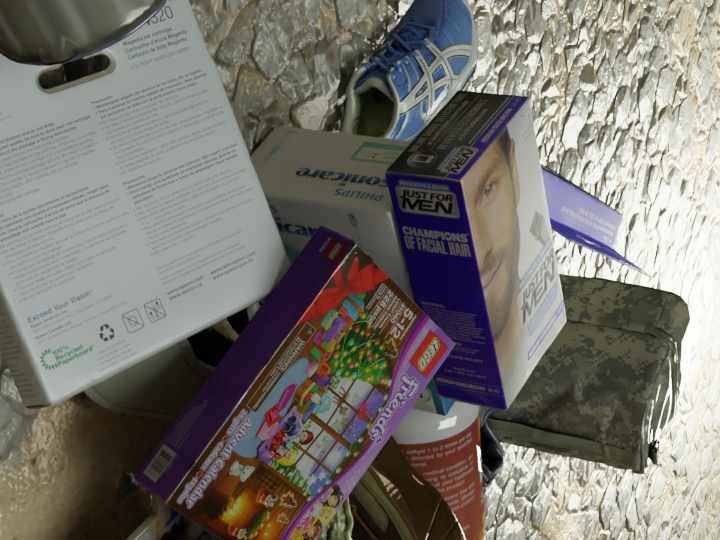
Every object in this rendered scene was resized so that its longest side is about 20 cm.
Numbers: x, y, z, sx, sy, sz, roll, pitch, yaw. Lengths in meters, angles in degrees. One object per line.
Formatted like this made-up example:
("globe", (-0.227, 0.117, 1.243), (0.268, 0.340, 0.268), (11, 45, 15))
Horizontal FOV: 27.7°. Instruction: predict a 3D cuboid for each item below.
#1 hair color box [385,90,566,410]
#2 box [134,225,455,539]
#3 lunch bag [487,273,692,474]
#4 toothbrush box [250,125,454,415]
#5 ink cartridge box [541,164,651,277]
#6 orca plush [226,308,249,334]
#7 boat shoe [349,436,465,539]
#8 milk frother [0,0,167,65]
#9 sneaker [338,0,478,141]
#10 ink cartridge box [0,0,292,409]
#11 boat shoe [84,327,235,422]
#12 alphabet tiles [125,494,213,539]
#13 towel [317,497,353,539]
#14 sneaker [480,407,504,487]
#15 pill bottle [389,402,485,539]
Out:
("hair color box", (0.086, -0.013, 1.035), (0.109, 0.065, 0.200), (-50, 136, -40))
("box", (-0.037, 0.089, 0.950), (0.200, 0.039, 0.137), (-54, 135, -9))
("lunch bag", (0.206, 0.106, 1.412), (0.168, 0.200, 0.139), (-59, 152, -42))
("toothbrush box", (0.000, 0.000, 1.098), (0.085, 0.146, 0.200), (-54, 139, -37))
("ink cartridge box", (0.151, -0.071, 1.272), (0.043, 0.200, 0.198), (-60, 150, 8))
("orca plush", (-0.109, -0.019, 0.985), (0.105, 0.071, 0.200), (-60, 144, -29))
("boat shoe", (0.018, 0.198, 1.181), (0.200, 0.072, 0.072), (54, 30, -4))
("milk frother", (-0.134, -0.234, 0.761), (0.181, 0.200, 0.188), (-62, 145, -33))
("sneaker", (0.038, -0.153, 1.178), (0.077, 0.076, 0.200), (50, 55, -57))
("ink cartridge box", (-0.152, -0.047, 0.879), (0.196, 0.043, 0.200), (-27, 99, -39))
("boat shoe", (-0.133, 0.057, 0.983), (0.074, 0.060, 0.200), (-41, 145, 15))
("alphabet tiles", (-0.118, 0.166, 1.003), (0.200, 0.008, 0.167), (-46, 162, -31))
("towel", (-0.039, 0.156, 1.076), (0.148, 0.036, 0.200), (141, -57, -75))
("sneaker", (0.093, 0.192, 1.365), (0.074, 0.081, 0.200), (-48, 139, -40))
("pill bottle", (0.048, 0.150, 1.252), (0.112, 0.112, 0.200), (-35, 128, -49))
